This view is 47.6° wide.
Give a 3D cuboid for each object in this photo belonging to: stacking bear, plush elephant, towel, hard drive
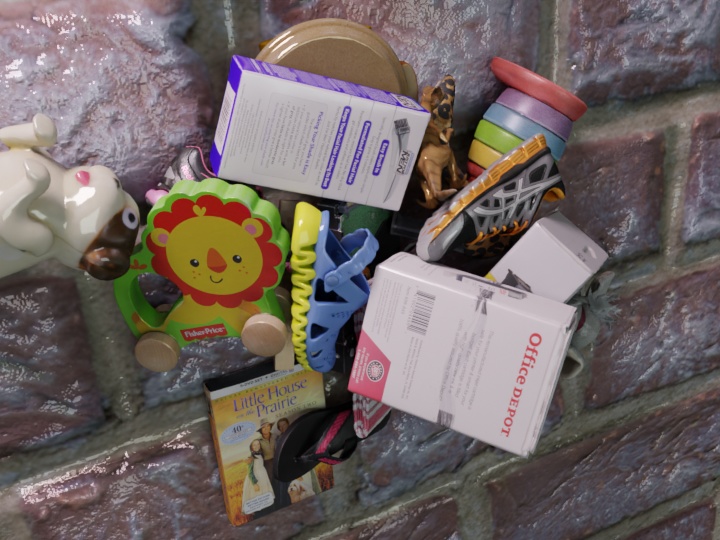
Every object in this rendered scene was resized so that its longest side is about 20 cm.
[{"bbox_3d":[0.175,-0.133,0.985,0.121,0.114,0.201,22,104,-32],"label":"stacking bear"},{"bbox_3d":[0.254,0.049,1.073,0.165,0.199,0.155,-59,149,-14],"label":"plush elephant"},{"bbox_3d":[0.033,0.081,0.976,0.146,0.030,0.201,-37,136,-51],"label":"towel"},{"bbox_3d":[0.000,0.000,0.946,0.140,0.038,0.201,-35,131,-53],"label":"hard drive"}]

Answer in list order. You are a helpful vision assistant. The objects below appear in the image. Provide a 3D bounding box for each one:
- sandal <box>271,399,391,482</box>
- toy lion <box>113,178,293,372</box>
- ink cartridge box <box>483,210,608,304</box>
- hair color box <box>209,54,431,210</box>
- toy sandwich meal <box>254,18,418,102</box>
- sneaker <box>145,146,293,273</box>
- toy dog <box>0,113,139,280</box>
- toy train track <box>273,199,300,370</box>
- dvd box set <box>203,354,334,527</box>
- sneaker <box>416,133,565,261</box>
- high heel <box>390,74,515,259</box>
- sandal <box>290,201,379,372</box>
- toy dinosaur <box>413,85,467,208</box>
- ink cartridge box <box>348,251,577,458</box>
[{"bbox_3d":[-0.025,0.204,1.018,0.199,0.045,0.076,-20,119,-38],"label":"sandal"},{"bbox_3d":[-0.161,0.002,0.824,0.199,0.069,0.193,-10,122,15],"label":"toy lion"},{"bbox_3d":[0.174,0.035,0.927,0.200,0.086,0.147,-51,169,21],"label":"ink cartridge box"},{"bbox_3d":[-0.041,-0.136,0.823,0.199,0.065,0.110,9,114,-22],"label":"hair color box"},{"bbox_3d":[-0.035,-0.182,0.880,0.204,0.070,0.206,-8,121,-14],"label":"toy sandwich meal"},{"bbox_3d":[-0.122,-0.064,0.871,0.199,0.079,0.096,28,80,-24],"label":"sneaker"},{"bbox_3d":[-0.303,-0.042,0.742,0.199,0.140,0.195,-2,126,-17],"label":"toy dog"},{"bbox_3d":[-0.087,0.016,0.951,0.114,0.033,0.201,0,104,-14],"label":"toy train track"},{"bbox_3d":[-0.109,0.208,1.017,0.146,0.029,0.201,-15,116,-24],"label":"dvd box set"},{"bbox_3d":[0.144,-0.066,0.871,0.200,0.078,0.077,-37,96,-17],"label":"sneaker"},{"bbox_3d":[0.126,-0.117,0.939,0.142,0.071,0.201,14,88,8],"label":"high heel"},{"bbox_3d":[-0.028,0.026,0.842,0.086,0.080,0.201,3,127,-1],"label":"sandal"},{"bbox_3d":[0.074,-0.109,0.849,0.060,0.201,0.106,-14,138,12],"label":"toy dinosaur"},{"bbox_3d":[0.105,0.081,0.837,0.085,0.199,0.147,-27,134,-65],"label":"ink cartridge box"}]
